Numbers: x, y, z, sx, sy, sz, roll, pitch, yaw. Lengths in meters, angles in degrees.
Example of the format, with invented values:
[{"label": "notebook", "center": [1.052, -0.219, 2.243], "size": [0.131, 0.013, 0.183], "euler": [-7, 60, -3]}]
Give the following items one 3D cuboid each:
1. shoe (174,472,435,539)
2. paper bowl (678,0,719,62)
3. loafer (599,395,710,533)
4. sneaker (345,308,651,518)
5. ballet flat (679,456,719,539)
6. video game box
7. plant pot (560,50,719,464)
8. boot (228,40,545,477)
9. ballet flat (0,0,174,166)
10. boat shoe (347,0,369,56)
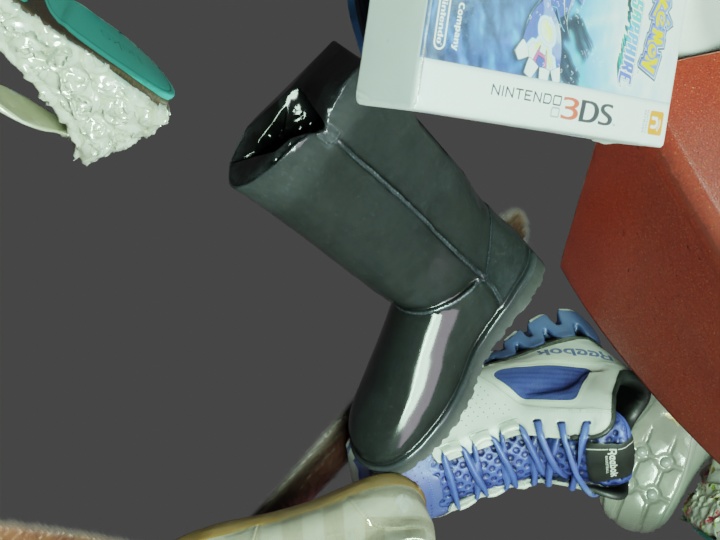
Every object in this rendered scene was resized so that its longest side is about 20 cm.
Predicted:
[{"label": "shoe", "center": [-0.052, 0.171, 0.909], "size": [0.200, 0.053, 0.070], "euler": [-23, 127, -3]}, {"label": "paper bowl", "center": [0.189, -0.179, 0.937], "size": [0.201, 0.104, 0.201], "euler": [-18, 121, -33]}, {"label": "loafer", "center": [0.219, 0.081, 1.113], "size": [0.200, 0.070, 0.070], "euler": [-60, 169, 2]}, {"label": "sneaker", "center": [0.096, 0.097, 0.984], "size": [0.199, 0.115, 0.081], "euler": [-29, 124, -25]}, {"label": "ballet flat", "center": [0.252, 0.146, 1.119], "size": [0.200, 0.076, 0.064], "euler": [12, 81, -82]}, {"label": "video game box", "center": [0.090, -0.164, 0.788], "size": [0.182, 0.047, 0.200], "euler": [2, 98, -45]}, {"label": "plant pot", "center": [0.247, -0.001, 0.933], "size": [0.200, 0.176, 0.200], "euler": [-12, 149, -11]}, {"label": "boot", "center": [0.000, -0.001, 0.895], "size": [0.165, 0.066, 0.200], "euler": [-58, 136, -12]}, {"label": "ballet flat", "center": [-0.160, -0.109, 0.723], "size": [0.072, 0.072, 0.200], "euler": [-52, 132, -7]}, {"label": "boat shoe", "center": [0.037, -0.188, 0.807], "size": [0.084, 0.069, 0.200], "euler": [-11, 106, -50]}]
